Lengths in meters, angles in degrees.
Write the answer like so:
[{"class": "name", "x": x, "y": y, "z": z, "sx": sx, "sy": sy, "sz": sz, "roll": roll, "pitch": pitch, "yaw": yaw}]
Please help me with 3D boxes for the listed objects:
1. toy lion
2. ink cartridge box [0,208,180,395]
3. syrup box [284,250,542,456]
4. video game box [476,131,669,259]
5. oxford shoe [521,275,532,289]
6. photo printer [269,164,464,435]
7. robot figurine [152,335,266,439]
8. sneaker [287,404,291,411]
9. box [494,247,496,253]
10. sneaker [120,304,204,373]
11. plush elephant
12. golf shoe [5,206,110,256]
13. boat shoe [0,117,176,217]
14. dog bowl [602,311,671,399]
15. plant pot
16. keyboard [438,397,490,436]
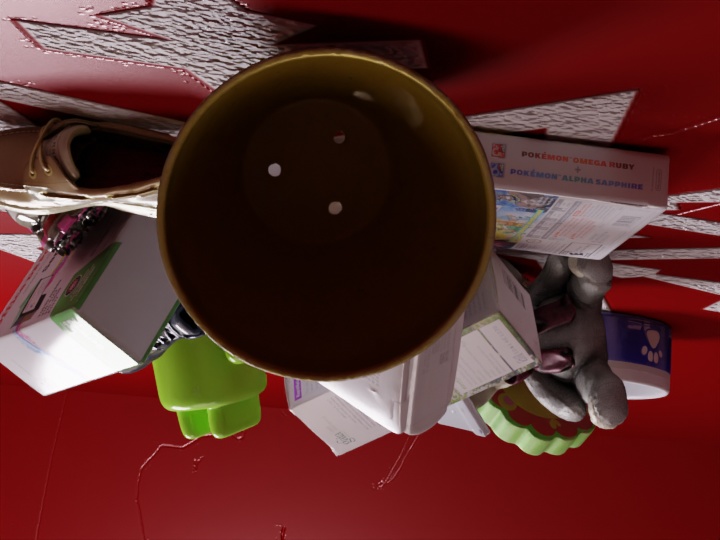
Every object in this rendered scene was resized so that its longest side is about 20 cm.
[{"class": "toy lion", "x": 0.147, "y": 0.099, "z": 1.586, "sx": 0.199, "sy": 0.192, "sz": 0.069, "roll": 10, "pitch": 137, "yaw": -22}, {"class": "ink cartridge box", "x": -0.239, "y": 0.021, "z": 1.407, "sx": 0.084, "sy": 0.145, "sz": 0.200, "roll": 41, "pitch": 148, "yaw": -21}, {"class": "syrup box", "x": 0.040, "y": 0.067, "z": 1.276, "sx": 0.199, "sy": 0.082, "sz": 0.079, "roll": -26, "pitch": 132, "yaw": 19}, {"class": "video game box", "x": 0.119, "y": -0.055, "z": 1.179, "sx": 0.181, "sy": 0.047, "sz": 0.200, "roll": 5, "pitch": 170, "yaw": -4}, {"class": "oxford shoe", "x": 0.082, "y": 0.023, "z": 1.539, "sx": 0.199, "sy": 0.075, "sz": 0.070, "roll": 10, "pitch": 168, "yaw": -24}, {"class": "photo printer", "x": -0.013, "y": 0.011, "z": 1.179, "sx": 0.200, "sy": 0.167, "sz": 0.069, "roll": 30, "pitch": -140, "yaw": 35}, {"class": "robot figurine", "x": -0.164, "y": 0.073, "z": 1.639, "sx": 0.175, "sy": 0.201, "sz": 0.115, "roll": -6, "pitch": -173, "yaw": 39}, {"class": "sneaker", "x": -0.051, "y": 0.070, "z": 1.519, "sx": 0.078, "sy": 0.116, "sz": 0.200, "roll": 14, "pitch": -150, "yaw": -15}, {"class": "box", "x": 0.000, "y": 0.000, "z": 1.378, "sx": 0.199, "sy": 0.105, "sz": 0.148, "roll": 9, "pitch": 169, "yaw": -20}, {"class": "sneaker", "x": -0.177, "y": 0.037, "z": 1.470, "sx": 0.074, "sy": 0.081, "sz": 0.200, "roll": 37, "pitch": 118, "yaw": -20}, {"class": "plush elephant", "x": 0.150, "y": 0.063, "z": 1.466, "sx": 0.154, "sy": 0.166, "sz": 0.200, "roll": -6, "pitch": -179, "yaw": -5}, {"class": "golf shoe", "x": -0.260, "y": -0.065, "z": 1.310, "sx": 0.092, "sy": 0.073, "sz": 0.200, "roll": 42, "pitch": 175, "yaw": -1}, {"class": "boat shoe", "x": -0.210, "y": -0.084, "z": 1.160, "sx": 0.199, "sy": 0.074, "sz": 0.066, "roll": 2, "pitch": 157, "yaw": 8}, {"class": "dog bowl", "x": 0.271, "y": 0.102, "z": 1.864, "sx": 0.199, "sy": 0.079, "sz": 0.200, "roll": 6, "pitch": 169, "yaw": 1}, {"class": "plant pot", "x": -0.024, "y": -0.049, "z": 0.975, "sx": 0.199, "sy": 0.201, "sz": 0.142, "roll": 7, "pitch": -164, "yaw": -6}, {"class": "keyboard", "x": 0.070, "y": 0.105, "z": 1.432, "sx": 0.056, "sy": 0.011, "sz": 0.200, "roll": 16, "pitch": 158, "yaw": 27}]
